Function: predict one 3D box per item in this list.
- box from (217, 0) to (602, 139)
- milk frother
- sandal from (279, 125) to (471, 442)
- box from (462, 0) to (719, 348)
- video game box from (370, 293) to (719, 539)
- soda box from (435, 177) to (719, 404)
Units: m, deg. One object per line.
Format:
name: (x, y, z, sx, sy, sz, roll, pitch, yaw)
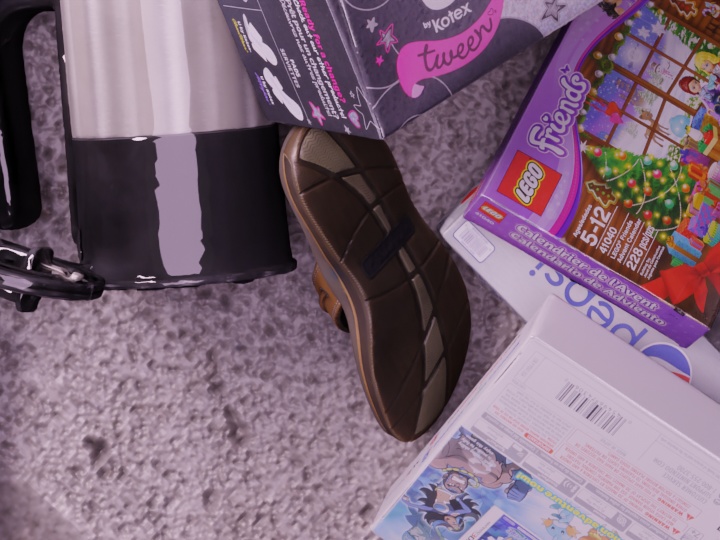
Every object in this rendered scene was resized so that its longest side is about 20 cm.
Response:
box: (0.036, -0.169, 1.387, 0.200, 0.115, 0.132, -32, 113, -24)
milk frother: (-0.130, -0.081, 1.409, 0.180, 0.200, 0.189, -5, 95, 3)
sandal: (0.000, 0.000, 1.472, 0.082, 0.055, 0.200, -45, 125, -26)
box: (0.157, -0.078, 1.451, 0.137, 0.039, 0.200, 30, 67, -4)
video game box: (0.132, 0.129, 1.462, 0.200, 0.047, 0.182, 34, 129, -4)
soda box: (0.131, 0.027, 1.488, 0.063, 0.068, 0.200, -45, 95, 2)
